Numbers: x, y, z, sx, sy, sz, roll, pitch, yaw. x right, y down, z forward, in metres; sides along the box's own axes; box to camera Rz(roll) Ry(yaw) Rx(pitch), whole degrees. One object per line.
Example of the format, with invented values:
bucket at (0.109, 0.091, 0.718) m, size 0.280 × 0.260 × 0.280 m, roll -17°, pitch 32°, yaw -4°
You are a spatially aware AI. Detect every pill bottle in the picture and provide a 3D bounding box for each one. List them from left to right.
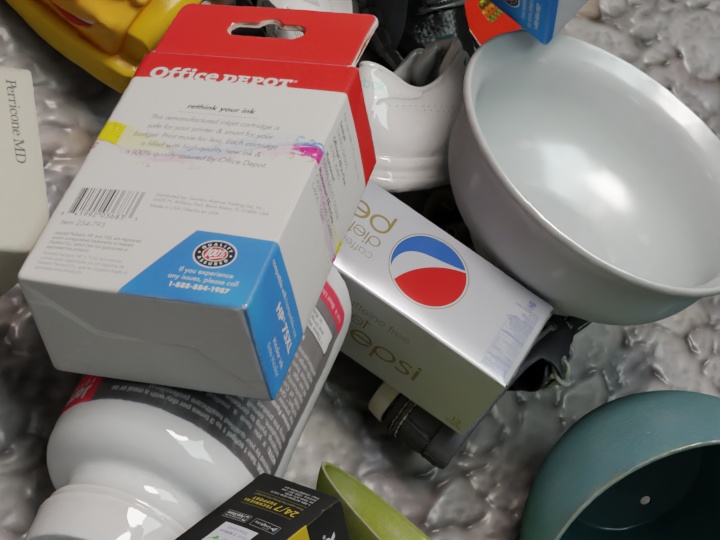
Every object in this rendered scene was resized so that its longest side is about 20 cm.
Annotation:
pill bottle at (-0.086, 0.074, 0.841) m, size 0.111 × 0.111 × 0.200 m, roll 41°, pitch 48°, yaw -19°

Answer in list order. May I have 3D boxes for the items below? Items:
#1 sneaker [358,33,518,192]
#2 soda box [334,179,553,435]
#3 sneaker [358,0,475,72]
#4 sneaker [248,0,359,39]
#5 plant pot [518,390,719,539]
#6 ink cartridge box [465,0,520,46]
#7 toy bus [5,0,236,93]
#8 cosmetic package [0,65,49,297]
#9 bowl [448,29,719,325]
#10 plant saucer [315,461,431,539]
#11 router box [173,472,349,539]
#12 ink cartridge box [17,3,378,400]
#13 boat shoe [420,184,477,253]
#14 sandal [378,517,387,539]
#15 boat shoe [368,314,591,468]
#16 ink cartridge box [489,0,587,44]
sneaker at (0.061, -0.101, 1.050) m, size 0.200 × 0.075 × 0.089 m, roll -15°, pitch 109°, yaw -54°
soda box at (0.000, 0.000, 0.937) m, size 0.200 × 0.068 × 0.064 m, roll 35°, pitch 55°, yaw 1°
sneaker at (0.040, -0.211, 1.084) m, size 0.075 × 0.115 × 0.200 m, roll -30°, pitch 90°, yaw -45°
sneaker at (-0.067, -0.174, 1.020) m, size 0.115 × 0.076 × 0.201 m, roll 9°, pitch 62°, yaw -24°
plant pot at (0.177, 0.148, 1.002) m, size 0.200 × 0.200 × 0.135 m, roll 34°, pitch 16°, yaw -24°
ink cartridge box at (0.096, -0.269, 1.213) m, size 0.174 × 0.044 × 0.200 m, roll 52°, pitch 46°, yaw -7°
toy bus at (-0.092, -0.214, 0.886) m, size 0.136 × 0.192 × 0.200 m, roll 40°, pitch 73°, yaw -2°
cosmetic package at (-0.250, -0.044, 0.772) m, size 0.200 × 0.087 × 0.104 m, roll 3°, pitch 67°, yaw -40°
bowl at (0.124, -0.038, 0.986) m, size 0.201 × 0.090 × 0.201 m, roll 21°, pitch 41°, yaw -19°
plant saucer at (0.045, 0.173, 0.845) m, size 0.200 × 0.200 × 0.031 m, roll 42°, pitch 90°, yaw -18°
router box at (-0.059, 0.217, 0.766) m, size 0.157 × 0.052 × 0.201 m, roll -34°, pitch 123°, yaw -39°
ink cartridge box at (-0.066, -0.040, 0.821) m, size 0.067 × 0.116 × 0.200 m, roll 76°, pitch 28°, yaw -45°
boat shoe at (0.067, -0.023, 1.047) m, size 0.200 × 0.073 × 0.065 m, roll -35°, pitch 99°, yaw -45°
sandal at (-0.033, 0.184, 0.873) m, size 0.082 × 0.055 × 0.200 m, roll 51°, pitch 46°, yaw -9°
boat shoe at (0.093, 0.057, 1.024) m, size 0.200 × 0.073 × 0.063 m, roll -27°, pitch 66°, yaw -37°
ink cartridge box at (0.058, -0.242, 0.959) m, size 0.200 × 0.146 × 0.084 m, roll 40°, pitch 78°, yaw 14°
